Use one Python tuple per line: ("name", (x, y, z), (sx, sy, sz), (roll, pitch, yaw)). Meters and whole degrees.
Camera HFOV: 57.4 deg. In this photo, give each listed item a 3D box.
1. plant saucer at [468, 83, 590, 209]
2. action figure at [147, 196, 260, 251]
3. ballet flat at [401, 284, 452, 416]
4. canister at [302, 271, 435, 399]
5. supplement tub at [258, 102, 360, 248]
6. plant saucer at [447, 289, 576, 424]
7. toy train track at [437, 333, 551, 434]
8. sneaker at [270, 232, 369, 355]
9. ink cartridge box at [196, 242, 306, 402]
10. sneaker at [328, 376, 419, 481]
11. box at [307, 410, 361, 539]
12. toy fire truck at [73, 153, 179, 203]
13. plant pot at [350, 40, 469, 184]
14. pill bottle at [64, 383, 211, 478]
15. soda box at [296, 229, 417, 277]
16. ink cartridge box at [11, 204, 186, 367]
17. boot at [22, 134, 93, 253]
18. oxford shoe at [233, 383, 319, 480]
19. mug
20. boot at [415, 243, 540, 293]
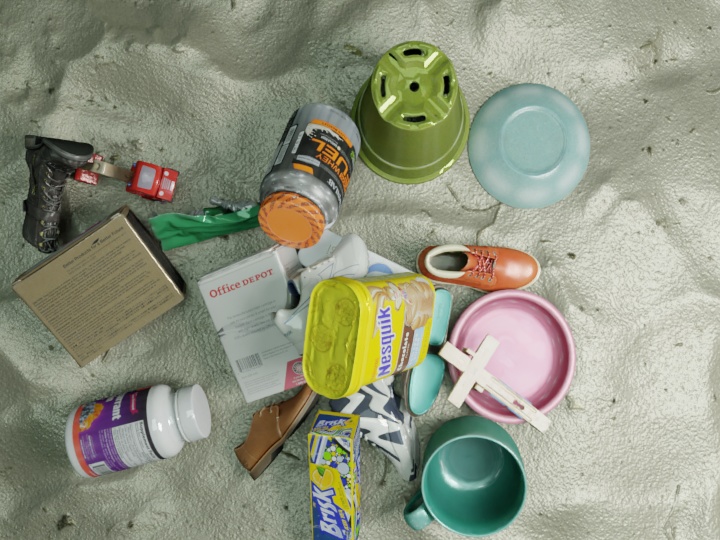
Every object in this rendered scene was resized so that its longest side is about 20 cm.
("plant saucer", (0.271, -0.202, 1.045), (0.196, 0.039, 0.206), (0, 87, 3))
("action figure", (-0.224, -0.083, 1.041), (0.195, 0.118, 0.056), (-10, 75, -7))
("ballet flat", (0.099, 0.123, 1.025), (0.067, 0.067, 0.205), (18, 83, -23))
("canister", (0.019, 0.079, 0.901), (0.085, 0.198, 0.152), (14, 102, 34))
("supplement tub", (-0.077, -0.140, 0.976), (0.120, 0.124, 0.203), (13, 54, 3))
("plant saucer", (0.232, 0.132, 1.026), (0.195, 0.051, 0.206), (0, 88, 3))
("toy train track", (0.199, 0.175, 0.988), (0.198, 0.033, 0.116), (37, 82, -2))
("sneaker", (-0.053, 0.018, 0.934), (0.087, 0.074, 0.202), (41, 57, -20))
("ink cartridge box", (-0.140, 0.075, 0.998), (0.143, 0.085, 0.204), (-19, 99, 17))
("sneaker", (0.009, 0.241, 1.023), (0.127, 0.080, 0.203), (-17, 106, 19))
("box", (-0.036, 0.316, 0.983), (0.068, 0.064, 0.205), (4, 110, 11))
("toy fire truck", (-0.365, -0.147, 1.020), (0.138, 0.199, 0.050), (16, 88, -25))
("plant pot", (0.076, -0.248, 0.981), (0.195, 0.190, 0.205), (0, 87, 3))
("pill bottle", (-0.338, 0.241, 1.016), (0.195, 0.111, 0.114), (-15, 87, 1))
("soda box", (0.000, 0.000, 1.036), (0.197, 0.064, 0.069), (26, 89, 3))
("ink cartridge box", (-0.397, 0.023, 1.019), (0.198, 0.075, 0.166), (-32, 111, 0))
("boot", (-0.473, -0.114, 1.016), (0.198, 0.068, 0.179), (16, 101, 45))
("oxford shoe", (-0.127, 0.230, 1.020), (0.071, 0.071, 0.201), (41, 99, 9))
("mug", (0.152, 0.298, 0.985), (0.180, 0.114, 0.156), (-3, 98, 9))
("boot", (0.185, -0.005, 1.008), (0.195, 0.107, 0.077), (3, 86, 1))
